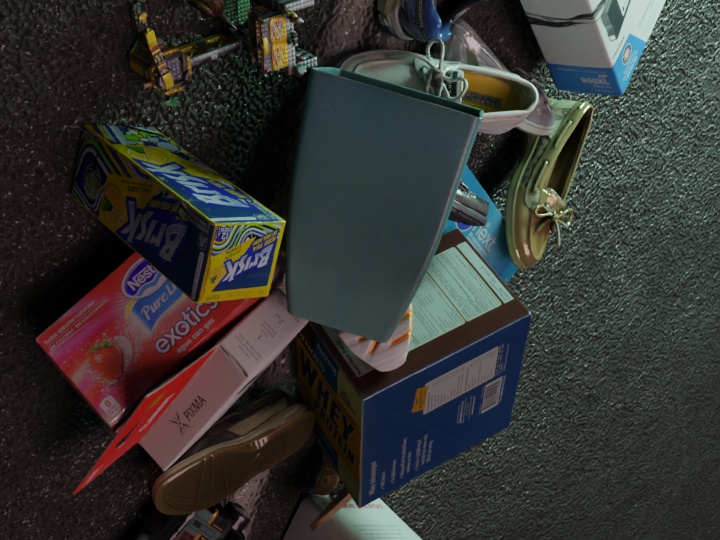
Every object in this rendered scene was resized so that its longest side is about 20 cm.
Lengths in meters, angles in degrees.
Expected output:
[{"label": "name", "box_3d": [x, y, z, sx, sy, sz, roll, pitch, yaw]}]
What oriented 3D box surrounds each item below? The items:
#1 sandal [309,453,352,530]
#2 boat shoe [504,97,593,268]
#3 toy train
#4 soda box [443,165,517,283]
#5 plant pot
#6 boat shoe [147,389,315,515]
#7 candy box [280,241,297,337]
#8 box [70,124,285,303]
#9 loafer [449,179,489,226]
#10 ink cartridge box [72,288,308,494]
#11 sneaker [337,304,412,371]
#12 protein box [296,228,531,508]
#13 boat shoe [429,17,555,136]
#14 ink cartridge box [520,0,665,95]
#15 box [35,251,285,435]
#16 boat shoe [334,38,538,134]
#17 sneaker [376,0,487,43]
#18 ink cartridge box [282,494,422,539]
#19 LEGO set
[{"label": "sandal", "box_3d": [-0.013, 0.216, 1.263, 0.078, 0.070, 0.211, -43, 174, 41]}, {"label": "boat shoe", "box_3d": [0.208, -0.099, 1.215, 0.073, 0.062, 0.204, 32, 68, -55]}, {"label": "toy train", "box_3d": [-0.202, 0.310, 1.122, 0.201, 0.085, 0.114, -49, 127, -6]}, {"label": "soda box", "box_3d": [0.110, -0.053, 1.199, 0.068, 0.064, 0.200, -51, 140, -6]}, {"label": "plant pot", "box_3d": [0.009, -0.054, 0.926, 0.141, 0.139, 0.203, -56, 162, -78]}, {"label": "boat shoe", "box_3d": [-0.136, 0.178, 1.104, 0.199, 0.066, 0.073, -23, 135, -38]}, {"label": "candy box", "box_3d": [-0.050, 0.016, 1.115, 0.198, 0.026, 0.104, -9, 119, -41]}, {"label": "box", "box_3d": [-0.145, -0.048, 0.845, 0.069, 0.199, 0.065, -4, 118, -42]}, {"label": "loafer", "box_3d": [0.045, -0.102, 1.055, 0.197, 0.072, 0.064, 21, 83, -19]}, {"label": "ink cartridge box", "box_3d": [-0.149, 0.120, 0.958, 0.176, 0.045, 0.200, -42, 176, -45]}, {"label": "sneaker", "box_3d": [0.000, 0.000, 1.040, 0.077, 0.203, 0.077, -22, 165, 4]}, {"label": "protein box", "box_3d": [0.050, 0.103, 1.138, 0.198, 0.135, 0.200, -24, 143, -20]}, {"label": "boat shoe", "box_3d": [0.145, -0.195, 1.136, 0.200, 0.074, 0.065, 20, 106, -42]}, {"label": "ink cartridge box", "box_3d": [0.235, -0.301, 1.120, 0.146, 0.083, 0.200, -62, 142, -19]}, {"label": "box", "box_3d": [-0.165, 0.036, 0.936, 0.200, 0.095, 0.103, -43, 174, -14]}, {"label": "boat shoe", "box_3d": [0.074, -0.168, 1.010, 0.198, 0.086, 0.076, 9, 81, -18]}, {"label": "sneaker", "box_3d": [0.106, -0.291, 1.023, 0.201, 0.085, 0.077, -56, 139, -2]}, {"label": "ink cartridge box", "box_3d": [0.021, 0.353, 1.273, 0.144, 0.199, 0.088, 15, 109, -49]}, {"label": "LEGO set", "box_3d": [-0.105, -0.220, 0.836, 0.152, 0.115, 0.203, -18, 126, -36]}]
